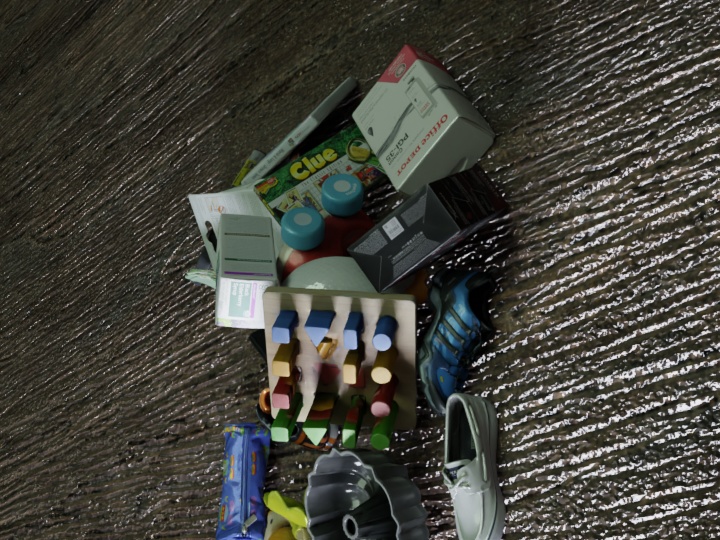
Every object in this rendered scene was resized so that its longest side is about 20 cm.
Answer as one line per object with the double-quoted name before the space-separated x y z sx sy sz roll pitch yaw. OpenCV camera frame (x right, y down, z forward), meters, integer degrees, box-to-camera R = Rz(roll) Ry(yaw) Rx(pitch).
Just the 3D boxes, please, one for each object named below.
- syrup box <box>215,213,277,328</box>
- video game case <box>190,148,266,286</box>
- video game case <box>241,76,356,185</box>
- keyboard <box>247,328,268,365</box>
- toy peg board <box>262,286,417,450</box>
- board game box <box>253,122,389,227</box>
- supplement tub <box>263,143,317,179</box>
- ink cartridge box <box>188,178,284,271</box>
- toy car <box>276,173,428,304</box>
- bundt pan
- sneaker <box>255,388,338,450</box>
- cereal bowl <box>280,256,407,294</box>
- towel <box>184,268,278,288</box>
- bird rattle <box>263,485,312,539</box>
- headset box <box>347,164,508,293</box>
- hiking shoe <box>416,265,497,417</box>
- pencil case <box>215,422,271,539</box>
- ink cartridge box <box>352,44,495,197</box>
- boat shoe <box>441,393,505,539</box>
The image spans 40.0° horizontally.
"syrup box" -0.165 -0.003 1.410 0.200 0.081 0.079 -102 19 -61
"video game case" -0.228 -0.094 1.719 0.181 0.025 0.200 -75 11 -62
"video game case" -0.100 -0.228 1.637 0.182 0.024 0.200 -38 10 32
"keyboard" -0.074 0.135 1.477 0.200 0.127 0.021 45 142 45
"toy peg board" -0.031 0.135 1.274 0.098 0.200 0.199 -71 -19 -61
"board game box" -0.052 -0.138 1.504 0.200 0.023 0.105 -34 73 -16
"supplement tub" -0.124 -0.114 1.641 0.200 0.107 0.107 -39 48 33
"ink cartridge box" -0.166 -0.065 1.601 0.200 0.050 0.162 -1 117 32
"toy car" 0.000 0.000 1.410 0.200 0.177 0.184 30 141 23
"bundt pan" 0.015 0.321 1.277 0.202 0.076 0.202 13 106 50
"sneaker" -0.104 0.173 1.484 0.078 0.112 0.200 -47 44 25
"cereal bowl" -0.028 0.085 1.355 0.200 0.200 0.083 -42 17 29
"towel" -0.171 0.035 1.590 0.200 0.153 0.023 6 76 48
"bird rattle" -0.086 0.405 1.406 0.163 0.113 0.200 -21 71 56
"headset box" 0.097 -0.060 1.306 0.149 0.200 0.075 -38 84 30
"hiking shoe" 0.128 0.090 1.283 0.087 0.074 0.200 -5 76 39
"pencil case" -0.178 0.333 1.526 0.087 0.078 0.200 123 150 -64
"ink cartridge box" 0.089 -0.213 1.452 0.147 0.083 0.200 -50 42 22
"boat shoe" 0.129 0.249 1.216 0.074 0.065 0.200 -27 55 40
